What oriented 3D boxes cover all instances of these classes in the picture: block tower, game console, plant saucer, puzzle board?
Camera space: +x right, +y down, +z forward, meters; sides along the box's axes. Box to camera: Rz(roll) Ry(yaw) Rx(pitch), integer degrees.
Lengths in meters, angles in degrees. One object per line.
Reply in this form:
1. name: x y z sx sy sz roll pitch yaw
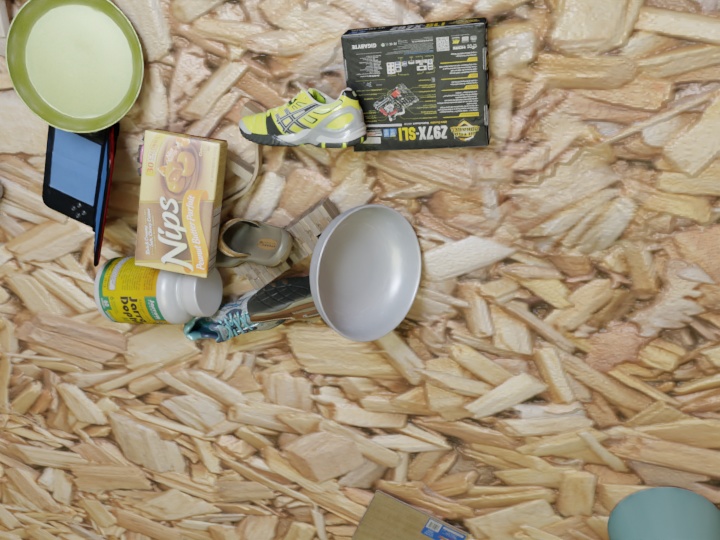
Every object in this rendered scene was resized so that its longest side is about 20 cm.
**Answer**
1. block tower: -0.111 -0.041 1.076 0.198 0.054 0.058 -30 106 27
2. game console: -0.454 -0.142 1.077 0.169 0.119 0.203 23 119 1
3. plant saucer: -0.419 -0.309 1.000 0.194 0.031 0.206 -1 103 -6
4. puzzle board: 0.095 0.523 1.331 0.196 0.017 0.153 24 119 1

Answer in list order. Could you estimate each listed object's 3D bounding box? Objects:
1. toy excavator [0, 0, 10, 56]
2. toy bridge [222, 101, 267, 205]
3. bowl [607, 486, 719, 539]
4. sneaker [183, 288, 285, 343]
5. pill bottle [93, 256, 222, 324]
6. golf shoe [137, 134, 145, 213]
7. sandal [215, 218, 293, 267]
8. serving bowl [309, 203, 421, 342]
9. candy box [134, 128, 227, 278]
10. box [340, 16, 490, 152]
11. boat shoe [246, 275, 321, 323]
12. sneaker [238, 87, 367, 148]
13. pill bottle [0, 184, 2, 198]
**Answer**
1. toy excavator: -0.511 -0.435 0.970 0.196 0.100 0.198 -13 114 35
2. toy bridge: -0.190 -0.163 1.049 0.066 0.027 0.201 32 120 -6
3. bowl: 0.529 0.483 1.147 0.195 0.106 0.206 6 118 11
4. sneaker: -0.212 0.089 1.149 0.195 0.087 0.079 -10 115 19
5. pill bottle: -0.334 0.033 1.128 0.195 0.113 0.115 0 117 21
6. golf shoe: -0.304 -0.113 1.079 0.090 0.073 0.205 11 118 7
7. sandal: -0.187 -0.046 1.054 0.197 0.082 0.054 6 166 41
8. serving bowl: 0.000 0.000 1.014 0.065 0.198 0.204 14 129 52
9. candy box: -0.270 -0.101 1.015 0.112 0.055 0.206 10 105 1
10. box: 0.078 -0.251 0.924 0.194 0.050 0.163 0 119 15
11. boat shoe: -0.084 0.052 1.087 0.195 0.076 0.075 -16 124 3
12. sneaker: -0.082 -0.216 0.947 0.195 0.075 0.079 4 110 20
13. pill bottle: -0.722 -0.165 1.138 0.199 0.113 0.113 40 119 -7
